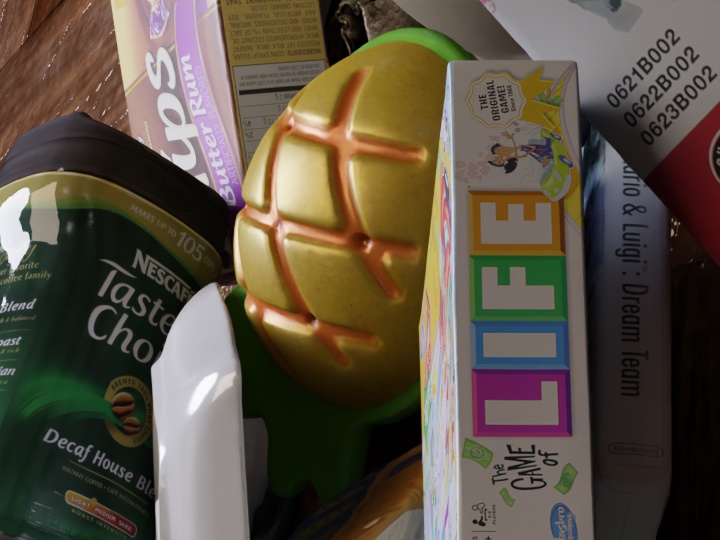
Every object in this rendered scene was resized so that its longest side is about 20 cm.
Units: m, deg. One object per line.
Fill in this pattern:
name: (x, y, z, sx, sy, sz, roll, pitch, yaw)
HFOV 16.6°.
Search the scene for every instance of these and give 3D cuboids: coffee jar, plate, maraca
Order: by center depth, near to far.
plate: (-0.061, 0.116, 0.930, 0.200, 0.032, 0.201, -129, 37, -80)
maraca: (0.000, 0.000, 0.953, 0.200, 0.107, 0.137, -60, 42, 32)
coffee jar: (-0.120, 0.038, 1.037, 0.085, 0.104, 0.201, -17, 53, 42)

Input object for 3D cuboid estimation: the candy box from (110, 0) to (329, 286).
candy box: (-0.064, -0.095, 1.138, 0.117, 0.056, 0.201, -12, 85, 61)

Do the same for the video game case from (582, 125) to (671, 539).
video game case: (0.072, 0.036, 0.756, 0.200, 0.024, 0.183, 92, -178, -55)

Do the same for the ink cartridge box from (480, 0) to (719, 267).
ink cartridge box: (0.109, -0.128, 0.660, 0.145, 0.200, 0.145, -33, -12, -49)

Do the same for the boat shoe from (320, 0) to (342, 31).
boat shoe: (-0.034, -0.143, 1.217, 0.200, 0.071, 0.064, -58, -10, 29)

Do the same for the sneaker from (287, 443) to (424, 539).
sneaker: (0.016, 0.130, 0.851, 0.075, 0.088, 0.200, -34, 12, 23)

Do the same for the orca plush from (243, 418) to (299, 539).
orca plush: (-0.072, 0.129, 1.085, 0.105, 0.071, 0.201, 1, 68, 17)

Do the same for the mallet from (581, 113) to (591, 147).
mallet: (0.049, -0.012, 0.778, 0.200, 0.041, 0.066, 126, 148, -85)

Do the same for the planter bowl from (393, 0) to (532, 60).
planter bowl: (0.048, -0.191, 0.982, 0.200, 0.134, 0.201, -48, 30, 40)

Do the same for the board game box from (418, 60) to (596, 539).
board game box: (0.038, 0.045, 0.693, 0.200, 0.034, 0.135, 92, 177, -68)

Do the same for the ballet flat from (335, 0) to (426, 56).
ballet flat: (0.004, -0.048, 1.063, 0.067, 0.046, 0.201, -35, 40, 53)
